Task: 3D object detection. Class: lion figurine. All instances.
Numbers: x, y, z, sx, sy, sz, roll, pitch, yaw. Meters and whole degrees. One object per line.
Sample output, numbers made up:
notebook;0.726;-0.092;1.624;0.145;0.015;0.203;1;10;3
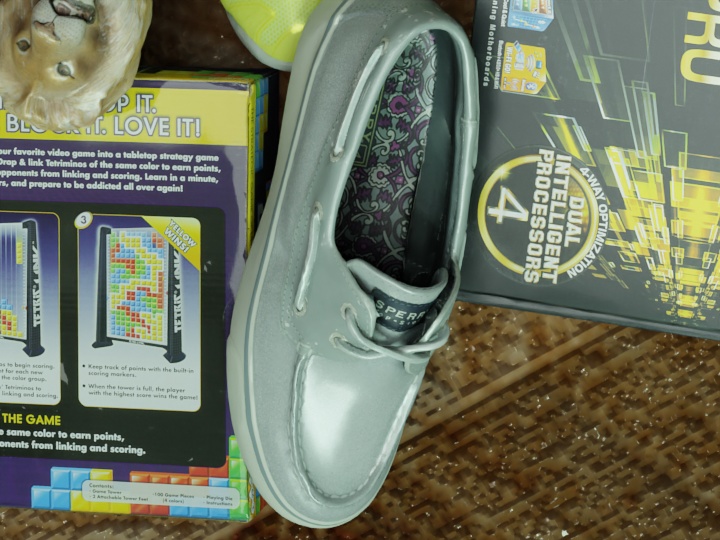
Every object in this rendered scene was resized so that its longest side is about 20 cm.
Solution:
lion figurine;-0.145;-0.139;1.091;0.200;0.072;0.123;30;95;27

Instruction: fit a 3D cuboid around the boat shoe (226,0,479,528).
boat shoe;0.001;0.000;1.065;0.070;0.071;0.202;3;102;-25

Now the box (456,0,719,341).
box;0.119;-0.078;1.072;0.160;0.049;0.201;9;102;9

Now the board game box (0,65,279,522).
board game box;-0.131;0.005;1.135;0.199;0.057;0.166;3;98;11

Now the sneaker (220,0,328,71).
sneaker;-0.032;-0.170;1.073;0.075;0.076;0.201;-1;101;10
